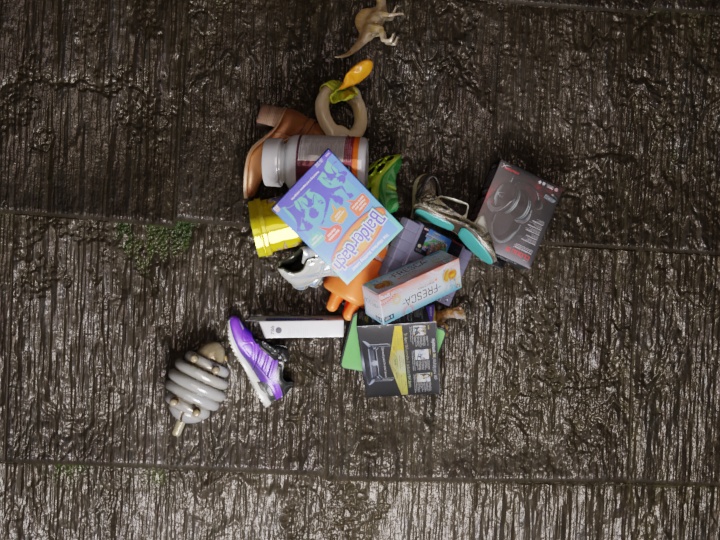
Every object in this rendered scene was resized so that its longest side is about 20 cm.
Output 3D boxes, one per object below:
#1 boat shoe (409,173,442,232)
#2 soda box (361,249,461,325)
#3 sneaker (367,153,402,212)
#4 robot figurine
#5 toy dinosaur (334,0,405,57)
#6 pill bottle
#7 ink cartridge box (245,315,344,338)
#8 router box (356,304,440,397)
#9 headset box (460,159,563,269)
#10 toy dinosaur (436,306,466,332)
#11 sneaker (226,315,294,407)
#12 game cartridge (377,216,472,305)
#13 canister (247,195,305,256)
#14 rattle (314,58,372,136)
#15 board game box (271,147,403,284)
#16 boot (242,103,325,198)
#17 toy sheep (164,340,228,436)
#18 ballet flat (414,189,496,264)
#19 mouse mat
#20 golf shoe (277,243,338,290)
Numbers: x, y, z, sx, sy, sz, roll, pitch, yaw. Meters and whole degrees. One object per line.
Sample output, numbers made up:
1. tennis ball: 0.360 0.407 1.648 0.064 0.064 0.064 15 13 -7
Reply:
1. boat shoe: 0.135 -0.101 1.533 0.072 0.065 0.204 -2 92 -5
2. soda box: 0.102 0.030 1.432 0.198 0.063 0.069 -23 118 -27
3. sneaker: 0.041 -0.157 1.501 0.084 0.073 0.202 51 47 -33
4. robot figurine: -0.002 -0.001 1.501 0.143 0.116 0.202 28 89 36
5. toy dinosaur: 0.030 -0.499 1.532 0.100 0.058 0.202 25 82 11
6. pill bottle: -0.085 -0.204 1.424 0.196 0.110 0.112 2 91 4
7. ink cartridge box: -0.133 0.113 1.503 0.196 0.099 0.040 1 93 -3
8. router box: 0.078 0.164 1.481 0.154 0.053 0.202 -3 127 5
9. headset box: 0.309 -0.106 1.540 0.147 0.077 0.202 24 88 -4
10. toy dinosaur: 0.121 0.106 1.552 0.196 0.060 0.108 2 80 4
11. sneaker: -0.199 0.170 1.518 0.098 0.070 0.202 -27 101 -4
12. game cartridge: 0.136 -0.017 1.500 0.198 0.038 0.131 23 96 -38
13. canister: -0.118 -0.106 1.477 0.197 0.149 0.088 -14 116 -6
14. rattle: -0.008 -0.291 1.471 0.141 0.129 0.204 -11 75 34
15. board game box: -0.042 -0.099 1.362 0.200 0.045 0.152 44 96 -11
16. boot: -0.154 -0.228 1.515 0.153 0.077 0.203 16 83 -8
17. toy sheep: -0.329 0.234 1.476 0.137 0.138 0.202 29 81 -4
18. ballet flat: 0.202 -0.098 1.472 0.199 0.068 0.076 34 74 4
19. mouse mat: 0.065 0.161 1.517 0.197 0.008 0.163 10 128 -6
20. golf shoe: -0.069 -0.026 1.425 0.198 0.097 0.079 -28 62 19
